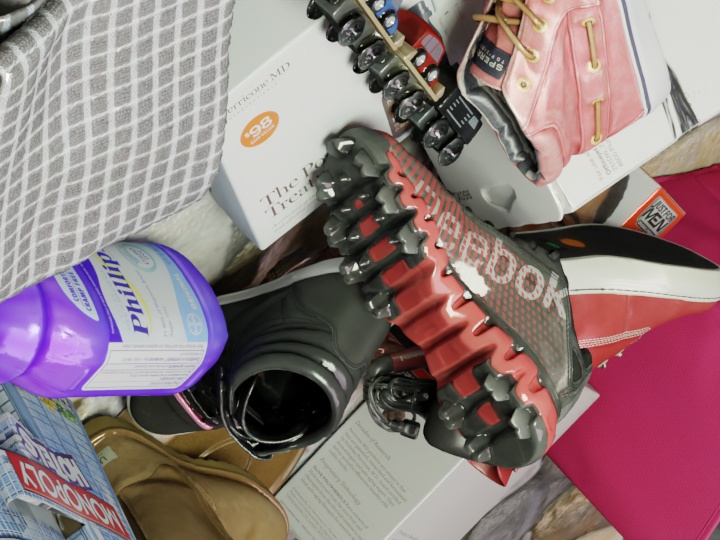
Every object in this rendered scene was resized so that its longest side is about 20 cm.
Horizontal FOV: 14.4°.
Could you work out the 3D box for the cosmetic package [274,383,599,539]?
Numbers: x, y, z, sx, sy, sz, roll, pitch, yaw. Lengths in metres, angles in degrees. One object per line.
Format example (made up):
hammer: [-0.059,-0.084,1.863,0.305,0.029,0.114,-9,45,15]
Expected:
cosmetic package: [0.050,0.119,1.877,0.200,0.085,0.108,-47,154,5]

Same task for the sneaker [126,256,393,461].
sneaker: [-0.071,0.064,1.559,0.200,0.071,0.099,-26,-157,37]

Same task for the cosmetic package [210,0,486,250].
cosmetic package: [-0.004,-0.119,1.497,0.200,0.052,0.151,-39,150,-9]

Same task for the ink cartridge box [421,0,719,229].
ink cartridge box: [0.145,-0.110,1.607,0.200,0.084,0.145,-34,-172,-19]

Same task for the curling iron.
curling iron: [0.081,0.050,1.669,0.200,0.026,0.050,-20,111,-33]

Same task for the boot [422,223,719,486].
boot: [0.121,0.051,1.647,0.200,0.072,0.145,-3,111,-39]

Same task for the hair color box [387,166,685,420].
hair color box: [0.090,-0.002,1.738,0.200,0.102,0.061,-46,152,3]

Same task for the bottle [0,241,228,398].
bottle: [-0.155,0.024,1.459,0.065,0.084,0.200,-45,154,26]

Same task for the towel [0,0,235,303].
towel: [-0.139,-0.081,1.326,0.165,0.086,0.200,-27,149,-31]

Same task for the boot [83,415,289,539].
boot: [-0.073,0.177,1.602,0.175,0.200,0.066,27,103,-39]

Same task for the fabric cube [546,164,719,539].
fabric cube: [0.249,0.065,1.947,0.200,0.199,0.196,-14,141,-44]

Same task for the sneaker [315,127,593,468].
sneaker: [0.055,0.003,1.512,0.098,0.201,0.071,-37,-176,-38]

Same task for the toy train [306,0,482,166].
toy train: [0.022,-0.108,1.456,0.046,0.034,0.200,-47,152,-1]

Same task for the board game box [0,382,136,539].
board game box: [-0.169,0.133,1.461,0.062,0.200,0.200,-36,154,5]

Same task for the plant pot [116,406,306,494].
plant pot: [-0.097,0.119,1.740,0.200,0.027,0.200,-32,151,-20]

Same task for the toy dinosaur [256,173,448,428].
toy dinosaur: [0.000,0.000,1.645,0.200,0.086,0.135,-52,141,1]

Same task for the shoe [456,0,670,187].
shoe: [0.090,-0.134,1.441,0.091,0.071,0.200,-39,133,-15]
